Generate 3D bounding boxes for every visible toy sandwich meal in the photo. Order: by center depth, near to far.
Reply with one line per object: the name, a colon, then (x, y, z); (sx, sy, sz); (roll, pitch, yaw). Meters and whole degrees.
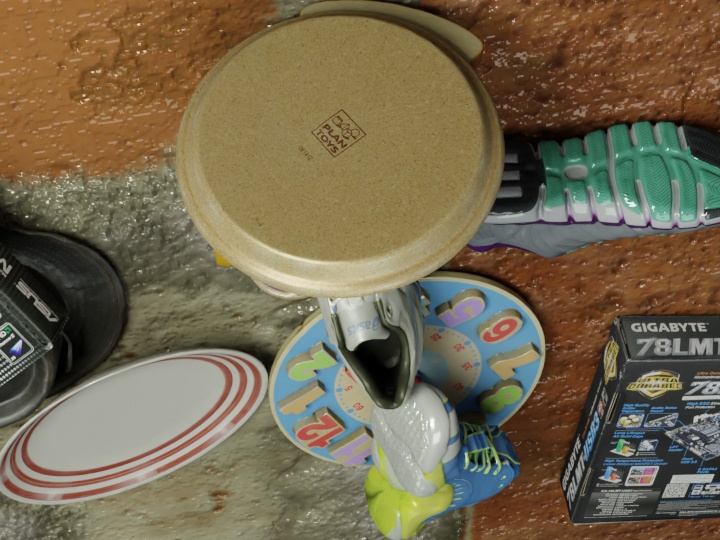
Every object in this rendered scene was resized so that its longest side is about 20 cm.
toy sandwich meal: (-0.011, -0.066, 1.215); (0.205, 0.206, 0.070); (-9, 153, -3)

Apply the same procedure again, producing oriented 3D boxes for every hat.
hat: (-0.248, 0.059, 1.387); (0.200, 0.081, 0.201); (-7, 140, -6)

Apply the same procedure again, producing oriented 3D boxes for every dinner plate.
dinner plate: (-0.159, 0.103, 1.465); (0.200, 0.024, 0.200); (-22, 155, -11)

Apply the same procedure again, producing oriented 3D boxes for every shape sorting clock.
shape sorting clock: (0.034, 0.075, 1.498); (0.200, 0.039, 0.200); (-6, 139, -5)

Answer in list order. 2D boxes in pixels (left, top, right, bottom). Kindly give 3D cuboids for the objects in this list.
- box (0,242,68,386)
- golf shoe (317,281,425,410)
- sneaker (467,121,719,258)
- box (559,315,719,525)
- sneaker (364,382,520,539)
box: (-0.312, 0.018, 1.297); (0.200, 0.048, 0.193); (-34, 109, 25)
golf shoe: (0.000, 0.000, 1.351); (0.078, 0.097, 0.200); (-19, 125, 8)
sneaker: (0.156, -0.046, 1.378); (0.200, 0.075, 0.088); (1, 152, 1)
box: (0.265, 0.112, 1.583); (0.200, 0.050, 0.199); (-1, 137, -10)
sneaker: (0.063, 0.119, 1.481); (0.105, 0.076, 0.200); (-19, 160, -17)
